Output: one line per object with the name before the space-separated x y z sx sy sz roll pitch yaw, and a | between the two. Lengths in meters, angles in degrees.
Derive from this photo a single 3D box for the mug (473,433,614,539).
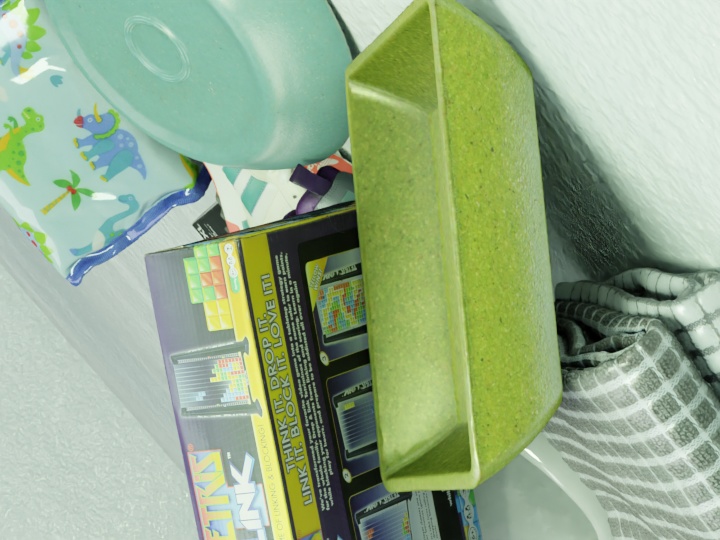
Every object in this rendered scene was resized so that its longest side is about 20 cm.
mug | 0.079 0.120 1.343 0.175 0.148 0.200 43 158 6

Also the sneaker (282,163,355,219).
sneaker | 0.000 0.000 1.378 0.088 0.074 0.200 31 156 10

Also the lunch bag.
lunch bag | -0.164 -0.115 1.514 0.170 0.127 0.200 52 -163 -15

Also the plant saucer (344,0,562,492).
plant saucer | 0.041 -0.007 1.108 0.200 0.048 0.200 152 114 -79

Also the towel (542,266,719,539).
towel | 0.141 0.082 1.122 0.166 0.086 0.200 51 168 -9

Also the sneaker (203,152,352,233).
sneaker | -0.049 -0.072 1.408 0.093 0.070 0.200 6 137 41

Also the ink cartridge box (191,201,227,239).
ink cartridge box | -0.063 -0.011 1.700 0.095 0.037 0.200 49 171 -3

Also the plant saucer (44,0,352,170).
plant saucer | -0.092 -0.119 1.285 0.200 0.036 0.200 30 148 21

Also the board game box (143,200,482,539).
board game box | -0.017 0.073 1.211 0.057 0.165 0.200 -8 94 33
